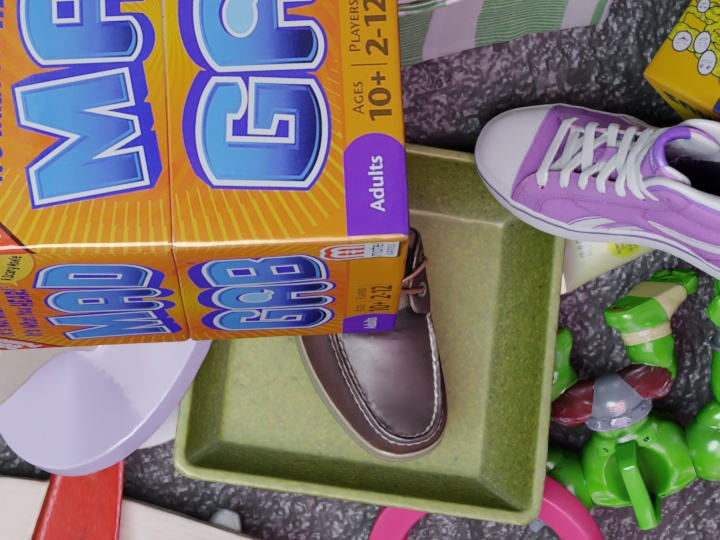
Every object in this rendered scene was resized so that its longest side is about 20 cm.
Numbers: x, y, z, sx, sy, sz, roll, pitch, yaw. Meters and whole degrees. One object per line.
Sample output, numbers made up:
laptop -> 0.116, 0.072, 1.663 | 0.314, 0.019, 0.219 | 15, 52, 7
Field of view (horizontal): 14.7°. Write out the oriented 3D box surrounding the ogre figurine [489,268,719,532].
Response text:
ogre figurine -> 0.142, 0.077, 1.564 | 0.200, 0.098, 0.120 | -21, 104, -7

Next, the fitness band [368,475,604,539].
fitness band -> 0.072, 0.195, 1.587 | 0.143, 0.037, 0.200 | 11, 121, 17

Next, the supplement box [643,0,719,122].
supplement box -> 0.260, -0.142, 1.462 | 0.200, 0.109, 0.109 | -56, 146, -2

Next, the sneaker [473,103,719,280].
sneaker -> 0.143, -0.058, 1.447 | 0.200, 0.114, 0.073 | 17, 74, 23

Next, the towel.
towel -> 0.041, -0.127, 1.454 | 0.200, 0.153, 0.023 | -17, 82, -5

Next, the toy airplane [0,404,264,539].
toy airplane -> -0.161, 0.151, 1.529 | 0.199, 0.141, 0.200 | -34, 84, -19

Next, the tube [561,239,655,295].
tube -> 0.192, -0.053, 1.555 | 0.200, 0.058, 0.052 | -19, 151, 1

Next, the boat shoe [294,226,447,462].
boat shoe -> 0.000, 0.000, 1.455 | 0.072, 0.072, 0.200 | -12, 79, -14

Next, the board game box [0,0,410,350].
board game box -> -0.084, -0.084, 1.261 | 0.199, 0.200, 0.201 | -3, 77, -2

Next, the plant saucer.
plant saucer -> 0.005, 0.031, 1.512 | 0.199, 0.048, 0.200 | 9, 75, -9

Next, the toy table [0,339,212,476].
toy table -> -0.145, -0.004, 1.434 | 0.183, 0.117, 0.201 | 2, 73, 19
